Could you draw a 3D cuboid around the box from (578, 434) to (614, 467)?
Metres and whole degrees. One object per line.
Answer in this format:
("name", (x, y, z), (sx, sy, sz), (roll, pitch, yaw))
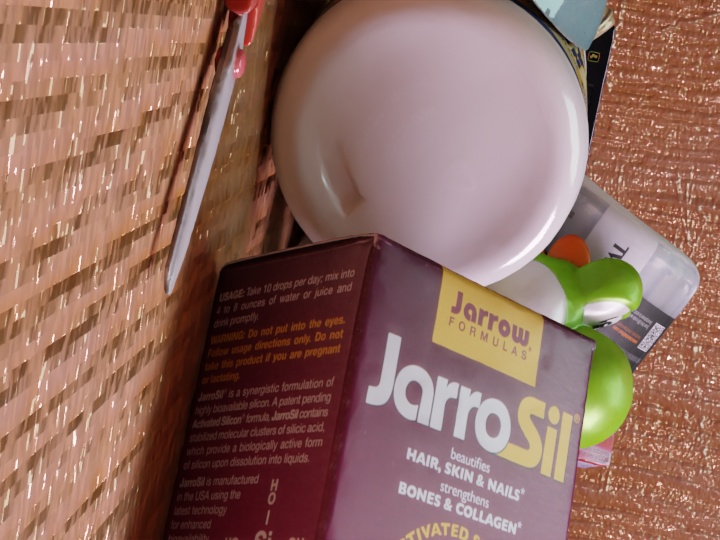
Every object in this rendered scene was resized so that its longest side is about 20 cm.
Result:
("box", (0.070, 0.068, 1.100), (0.099, 0.198, 0.097), (-17, -121, 63))

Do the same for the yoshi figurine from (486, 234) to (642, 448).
("yoshi figurine", (0.051, 0.055, 0.793), (0.113, 0.198, 0.113), (-118, -166, -66))

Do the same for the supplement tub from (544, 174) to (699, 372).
("supplement tub", (0.085, 0.043, 0.903), (0.201, 0.122, 0.123), (-53, 179, 7))

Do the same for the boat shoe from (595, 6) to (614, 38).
("boat shoe", (0.070, -0.113, 1.028), (0.201, 0.063, 0.073), (-44, -168, 18))

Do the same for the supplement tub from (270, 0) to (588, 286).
("supplement tub", (0.039, -0.086, 0.795), (0.200, 0.142, 0.146), (-72, 171, -68))

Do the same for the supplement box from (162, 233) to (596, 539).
("supplement box", (0.003, 0.106, 0.623), (0.103, 0.130, 0.203), (-11, -117, 49))

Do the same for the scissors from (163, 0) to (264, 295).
("scissors", (-0.041, -0.080, 0.568), (0.073, 0.014, 0.203), (93, 6, -75))

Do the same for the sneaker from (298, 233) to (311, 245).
("sneaker", (0.000, 0.000, 0.950), (0.112, 0.072, 0.202), (92, 7, -56))

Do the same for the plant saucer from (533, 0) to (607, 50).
("plant saucer", (0.065, -0.197, 0.754), (0.200, 0.036, 0.201), (50, 18, -23))

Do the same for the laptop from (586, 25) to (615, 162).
("laptop", (0.080, -0.082, 1.175), (0.104, 0.175, 0.202), (-75, 174, -59))
